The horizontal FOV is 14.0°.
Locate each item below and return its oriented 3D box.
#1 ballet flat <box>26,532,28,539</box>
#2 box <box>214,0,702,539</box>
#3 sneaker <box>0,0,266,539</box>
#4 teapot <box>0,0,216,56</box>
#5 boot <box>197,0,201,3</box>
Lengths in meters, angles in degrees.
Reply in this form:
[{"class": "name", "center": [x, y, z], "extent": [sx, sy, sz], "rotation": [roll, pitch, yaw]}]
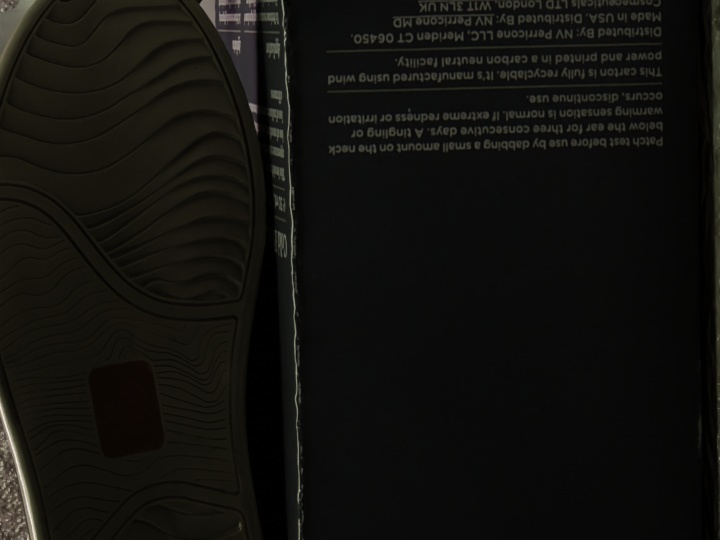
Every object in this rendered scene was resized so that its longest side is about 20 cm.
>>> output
[{"class": "ballet flat", "center": [-0.087, 0.108, 1.111], "extent": [0.200, 0.069, 0.070], "rotation": [-6, -86, -68]}, {"class": "box", "center": [0.020, -0.001, 0.792], "extent": [0.200, 0.104, 0.183], "rotation": [-143, 53, -81]}, {"class": "sneaker", "center": [-0.065, 0.026, 0.759], "extent": [0.106, 0.074, 0.201], "rotation": [169, 97, -79]}, {"class": "teapot", "center": [-0.055, -0.149, 0.957], "extent": [0.197, 0.146, 0.200], "rotation": [-47, 18, 40]}, {"class": "boot", "center": [-0.068, -0.174, 0.812], "extent": [0.201, 0.130, 0.068], "rotation": [-65, 9, -12]}]
